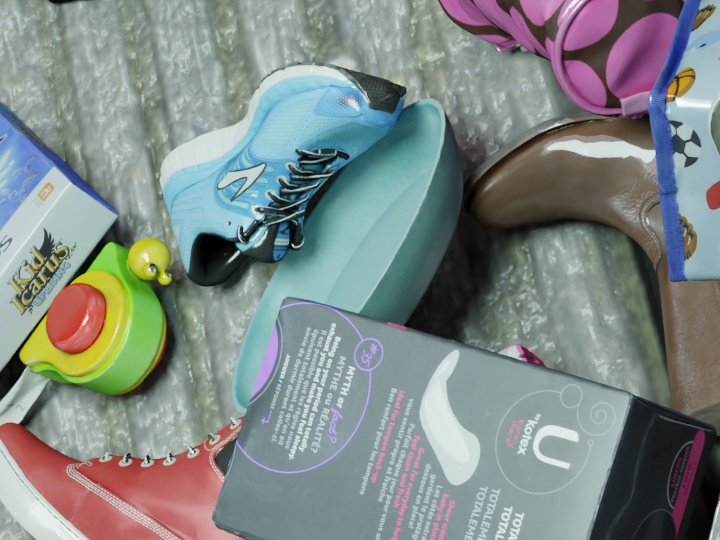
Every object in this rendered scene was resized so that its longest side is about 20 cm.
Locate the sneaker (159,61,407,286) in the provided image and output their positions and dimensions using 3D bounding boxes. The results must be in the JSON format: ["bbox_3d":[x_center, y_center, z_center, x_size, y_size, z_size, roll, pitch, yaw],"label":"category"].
[{"bbox_3d":[-0.039,-0.049,1.505,0.200,0.078,0.090,-34,52,47],"label":"sneaker"}]

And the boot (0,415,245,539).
[{"bbox_3d":[-0.116,0.113,1.504,0.200,0.072,0.144,37,91,31],"label":"boot"}]

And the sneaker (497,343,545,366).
[{"bbox_3d":[0.080,0.133,1.353,0.088,0.081,0.201,-20,58,23],"label":"sneaker"}]

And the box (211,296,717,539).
[{"bbox_3d":[0.050,0.099,1.275,0.200,0.106,0.123,16,86,33],"label":"box"}]

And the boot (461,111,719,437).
[{"bbox_3d":[0.150,0.011,1.379,0.186,0.064,0.201,-22,62,22],"label":"boot"}]

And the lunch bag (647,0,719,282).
[{"bbox_3d":[0.238,-0.089,1.285,0.170,0.124,0.200,2,29,18],"label":"lunch bag"}]

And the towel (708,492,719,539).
[{"bbox_3d":[0.243,0.105,1.264,0.144,0.023,0.201,11,74,14],"label":"towel"}]

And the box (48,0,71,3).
[{"bbox_3d":[-0.134,-0.288,1.671,0.196,0.117,0.201,-4,68,33],"label":"box"}]

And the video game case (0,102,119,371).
[{"bbox_3d":[-0.253,-0.009,1.638,0.181,0.045,0.200,-52,36,1],"label":"video game case"}]

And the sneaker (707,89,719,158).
[{"bbox_3d":[0.224,-0.007,1.153,0.200,0.082,0.077,48,114,5],"label":"sneaker"}]

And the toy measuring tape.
[{"bbox_3d":[-0.170,0.067,1.565,0.200,0.074,0.074,-53,50,11],"label":"toy measuring tape"}]

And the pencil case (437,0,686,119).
[{"bbox_3d":[0.107,-0.139,1.414,0.090,0.094,0.200,-10,22,-14],"label":"pencil case"}]

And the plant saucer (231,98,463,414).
[{"bbox_3d":[0.000,0.000,1.450,0.200,0.036,0.200,-51,17,22],"label":"plant saucer"}]
